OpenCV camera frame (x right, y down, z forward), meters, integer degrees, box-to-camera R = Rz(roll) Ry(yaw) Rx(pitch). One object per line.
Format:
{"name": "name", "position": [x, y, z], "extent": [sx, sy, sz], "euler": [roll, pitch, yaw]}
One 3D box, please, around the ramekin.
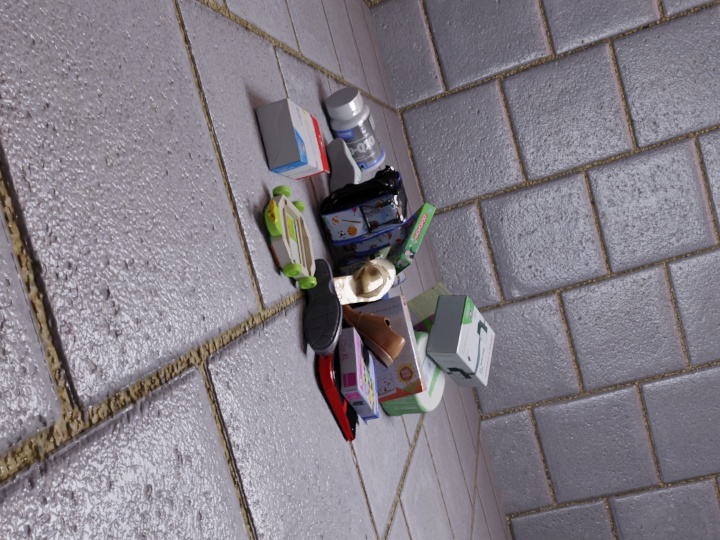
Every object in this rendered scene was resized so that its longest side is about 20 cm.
{"name": "ramekin", "position": [0.122, 0.237, 1.705], "extent": [0.198, 0.095, 0.207], "euler": [10, 78, -58]}

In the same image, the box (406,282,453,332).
{"name": "box", "position": [0.169, 0.166, 1.874], "extent": [0.097, 0.197, 0.179], "euler": [49, -14, 56]}

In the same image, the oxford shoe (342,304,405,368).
{"name": "oxford shoe", "position": [0.020, 0.113, 1.438], "extent": [0.199, 0.071, 0.072], "euler": [38, -12, 45]}

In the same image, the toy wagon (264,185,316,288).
{"name": "toy wagon", "position": [-0.124, -0.063, 1.244], "extent": [0.200, 0.038, 0.160], "euler": [46, 32, -65]}

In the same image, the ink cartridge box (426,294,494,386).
{"name": "ink cartridge box", "position": [0.244, 0.171, 1.742], "extent": [0.200, 0.081, 0.150], "euler": [46, 50, -48]}

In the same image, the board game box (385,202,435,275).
{"name": "board game box", "position": [0.097, -0.055, 1.595], "extent": [0.137, 0.029, 0.200], "euler": [-66, -173, -17]}

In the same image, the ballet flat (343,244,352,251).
{"name": "ballet flat", "position": [0.000, -0.093, 1.774], "extent": [0.200, 0.061, 0.071], "euler": [-54, 129, -74]}

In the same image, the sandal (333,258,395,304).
{"name": "sandal", "position": [0.017, 0.025, 1.438], "extent": [0.208, 0.069, 0.080], "euler": [-17, 95, -40]}

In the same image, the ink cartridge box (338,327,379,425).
{"name": "ink cartridge box", "position": [0.000, 0.205, 1.386], "extent": [0.201, 0.041, 0.122], "euler": [67, 16, -59]}

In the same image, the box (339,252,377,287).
{"name": "box", "position": [0.000, 0.000, 1.595], "extent": [0.200, 0.068, 0.066], "euler": [-77, 148, -81]}

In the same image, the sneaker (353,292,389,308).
{"name": "sneaker", "position": [0.015, 0.070, 1.665], "extent": [0.201, 0.076, 0.072], "euler": [106, -30, -73]}

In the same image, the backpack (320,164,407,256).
{"name": "backpack", "position": [0.010, -0.124, 1.573], "extent": [0.201, 0.185, 0.158], "euler": [-77, 154, -73]}

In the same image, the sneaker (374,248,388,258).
{"name": "sneaker", "position": [0.045, 0.000, 1.745], "extent": [0.203, 0.065, 0.091], "euler": [89, -13, -51]}

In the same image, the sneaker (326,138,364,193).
{"name": "sneaker", "position": [-0.024, -0.213, 1.771], "extent": [0.119, 0.072, 0.205], "euler": [50, 25, -49]}

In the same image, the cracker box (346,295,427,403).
{"name": "cracker box", "position": [0.052, 0.168, 1.540], "extent": [0.058, 0.130, 0.206], "euler": [10, 66, -76]}

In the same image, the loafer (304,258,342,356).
{"name": "loafer", "position": [-0.062, 0.071, 1.302], "extent": [0.064, 0.070, 0.204], "euler": [66, 12, -48]}

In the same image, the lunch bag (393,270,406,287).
{"name": "lunch bag", "position": [0.065, -0.034, 1.975], "extent": [0.200, 0.074, 0.165], "euler": [-28, 100, -77]}

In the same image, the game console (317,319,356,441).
{"name": "game console", "position": [-0.039, 0.187, 1.369], "extent": [0.202, 0.030, 0.180], "euler": [-86, 164, -53]}

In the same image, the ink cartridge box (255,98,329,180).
{"name": "ink cartridge box", "position": [-0.123, -0.242, 1.389], "extent": [0.200, 0.065, 0.120], "euler": [0, 75, -77]}

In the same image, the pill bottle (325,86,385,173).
{"name": "pill bottle", "position": [-0.015, -0.367, 1.915], "extent": [0.115, 0.111, 0.203], "euler": [-90, 160, -50]}
